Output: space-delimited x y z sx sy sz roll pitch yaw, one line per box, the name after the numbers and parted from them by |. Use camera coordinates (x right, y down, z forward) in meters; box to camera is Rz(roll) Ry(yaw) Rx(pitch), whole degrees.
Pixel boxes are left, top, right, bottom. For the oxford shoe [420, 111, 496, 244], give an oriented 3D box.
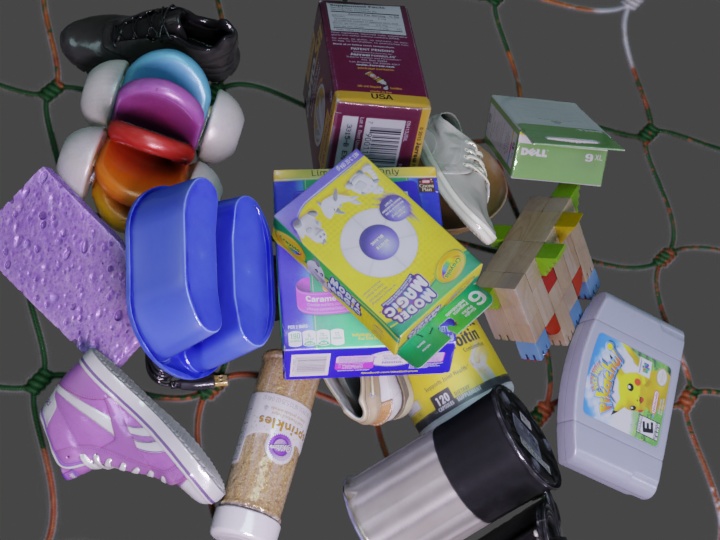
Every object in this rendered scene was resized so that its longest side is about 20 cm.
0.105 -0.104 1.612 0.058 0.075 0.200 -32 42 9 | oxford shoe

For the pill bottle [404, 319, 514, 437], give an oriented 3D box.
0.068 0.069 1.611 0.112 0.112 0.201 -25 77 -20 | pill bottle

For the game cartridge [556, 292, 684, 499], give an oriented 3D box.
0.278 0.131 1.656 0.133 0.040 0.201 23 66 -20 | game cartridge

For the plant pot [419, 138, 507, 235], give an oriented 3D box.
0.061 -0.098 1.677 0.199 0.028 0.200 8 38 -7 | plant pot

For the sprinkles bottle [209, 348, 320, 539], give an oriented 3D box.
-0.094 0.182 1.558 0.068 0.068 0.201 18 67 -5 | sprinkles bottle

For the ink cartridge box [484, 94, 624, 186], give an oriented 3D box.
0.208 -0.136 1.678 0.103 0.200 0.060 5 109 -10 | ink cartridge box

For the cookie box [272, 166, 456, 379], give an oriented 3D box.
0.000 0.000 1.521 0.170 0.075 0.201 -2 62 -6 | cookie box

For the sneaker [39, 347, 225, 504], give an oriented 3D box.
-0.232 0.184 1.524 0.200 0.073 0.114 41 88 13 | sneaker

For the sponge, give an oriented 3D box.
-0.291 0.000 1.575 0.200 0.030 0.112 44 97 5 | sponge

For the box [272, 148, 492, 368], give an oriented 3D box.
0.024 -0.010 1.460 0.117 0.048 0.200 -41 75 -22 | box

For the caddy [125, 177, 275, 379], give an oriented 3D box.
-0.164 0.006 1.512 0.141 0.105 0.201 23 57 -48 | caddy

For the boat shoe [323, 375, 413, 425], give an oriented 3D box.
-0.019 0.065 1.563 0.068 0.075 0.200 -10 62 -50 | boat shoe

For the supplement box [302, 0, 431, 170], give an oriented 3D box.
0.003 -0.181 1.637 0.103 0.131 0.200 3 39 -10 | supplement box

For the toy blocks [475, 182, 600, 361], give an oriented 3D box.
0.195 0.021 1.654 0.100 0.137 0.200 4 42 35 | toy blocks

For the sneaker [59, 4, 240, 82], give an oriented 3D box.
-0.228 -0.258 1.680 0.199 0.091 0.076 -2 72 -12 | sneaker

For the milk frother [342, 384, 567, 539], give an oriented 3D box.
0.103 0.246 1.481 0.188 0.200 0.181 -34 101 17 | milk frother

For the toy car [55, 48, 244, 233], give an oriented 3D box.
-0.217 -0.144 1.606 0.174 0.150 0.201 17 67 -5 | toy car

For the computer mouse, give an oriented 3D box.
-0.139 0.050 1.608 0.199 0.046 0.141 -6 71 -15 | computer mouse
